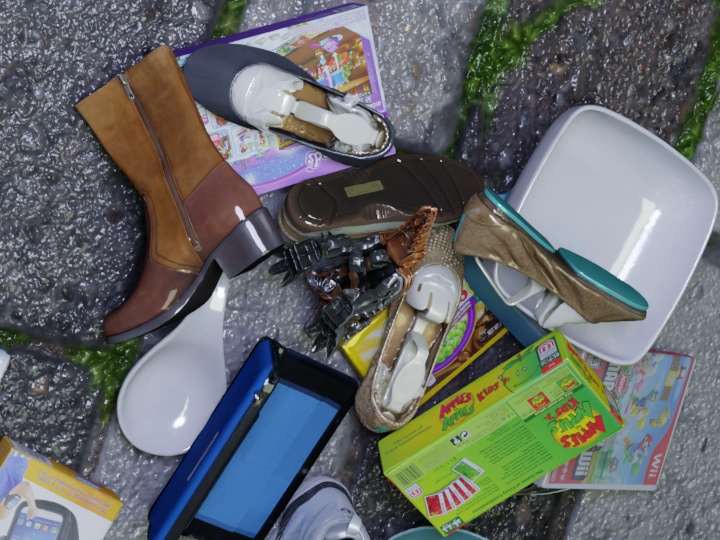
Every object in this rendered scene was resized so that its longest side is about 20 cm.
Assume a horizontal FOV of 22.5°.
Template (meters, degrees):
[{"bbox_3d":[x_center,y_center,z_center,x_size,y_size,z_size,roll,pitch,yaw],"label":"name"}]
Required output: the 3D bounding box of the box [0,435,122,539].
[{"bbox_3d":[-0.309,0.260,1.584,0.119,0.041,0.201,31,87,-26],"label":"box"}]

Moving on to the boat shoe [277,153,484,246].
[{"bbox_3d":[0.015,-0.056,1.635,0.199,0.076,0.072,-6,63,-24],"label":"boat shoe"}]

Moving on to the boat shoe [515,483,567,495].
[{"bbox_3d":[0.154,0.191,1.755,0.199,0.057,0.069,0,102,-23],"label":"boat shoe"}]

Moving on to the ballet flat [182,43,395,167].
[{"bbox_3d":[-0.054,-0.140,1.539,0.199,0.073,0.074,22,93,-26],"label":"ballet flat"}]

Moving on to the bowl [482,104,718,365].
[{"bbox_3d":[0.211,-0.035,1.652,0.199,0.075,0.201,30,86,-25],"label":"bowl"}]

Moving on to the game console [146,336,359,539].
[{"bbox_3d":[-0.089,0.173,1.590,0.118,0.171,0.201,31,97,-10],"label":"game console"}]

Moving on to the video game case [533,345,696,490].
[{"bbox_3d":[0.249,0.144,1.763,0.199,0.017,0.144,9,100,-49],"label":"video game case"}]

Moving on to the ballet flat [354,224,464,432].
[{"bbox_3d":[0.055,0.056,1.647,0.070,0.065,0.201,18,91,-19],"label":"ballet flat"}]

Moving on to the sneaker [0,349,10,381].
[{"bbox_3d":[-0.373,0.142,1.521,0.082,0.074,0.201,28,88,-8],"label":"sneaker"}]

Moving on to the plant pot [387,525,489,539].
[{"bbox_3d":[0.070,0.362,1.705,0.199,0.201,0.135,2,139,-23],"label":"plant pot"}]

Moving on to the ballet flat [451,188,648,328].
[{"bbox_3d":[0.157,0.006,1.564,0.199,0.068,0.072,31,106,-26],"label":"ballet flat"}]

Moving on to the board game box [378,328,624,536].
[{"bbox_3d":[0.126,0.148,1.639,0.199,0.048,0.102,-33,122,15],"label":"board game box"}]

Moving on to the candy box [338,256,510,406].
[{"bbox_3d":[0.079,0.044,1.706,0.200,0.026,0.102,-40,111,-11],"label":"candy box"}]

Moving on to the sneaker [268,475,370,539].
[{"bbox_3d":[-0.054,0.294,1.656,0.075,0.115,0.201,23,92,-20],"label":"sneaker"}]

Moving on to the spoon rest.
[{"bbox_3d":[-0.154,0.068,1.593,0.099,0.061,0.202,11,97,-25],"label":"spoon rest"}]

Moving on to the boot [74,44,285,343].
[{"bbox_3d":[-0.185,-0.058,1.517,0.188,0.068,0.201,-35,86,27],"label":"boot"}]

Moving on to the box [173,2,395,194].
[{"bbox_3d":[-0.076,-0.144,1.588,0.199,0.039,0.138,-17,108,-19],"label":"box"}]

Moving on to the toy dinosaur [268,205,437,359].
[{"bbox_3d":[0.000,0.000,1.583,0.135,0.102,0.201,-16,138,-43],"label":"toy dinosaur"}]

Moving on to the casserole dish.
[{"bbox_3d":[0.181,0.009,1.708,0.121,0.039,0.200,-49,116,-9],"label":"casserole dish"}]
